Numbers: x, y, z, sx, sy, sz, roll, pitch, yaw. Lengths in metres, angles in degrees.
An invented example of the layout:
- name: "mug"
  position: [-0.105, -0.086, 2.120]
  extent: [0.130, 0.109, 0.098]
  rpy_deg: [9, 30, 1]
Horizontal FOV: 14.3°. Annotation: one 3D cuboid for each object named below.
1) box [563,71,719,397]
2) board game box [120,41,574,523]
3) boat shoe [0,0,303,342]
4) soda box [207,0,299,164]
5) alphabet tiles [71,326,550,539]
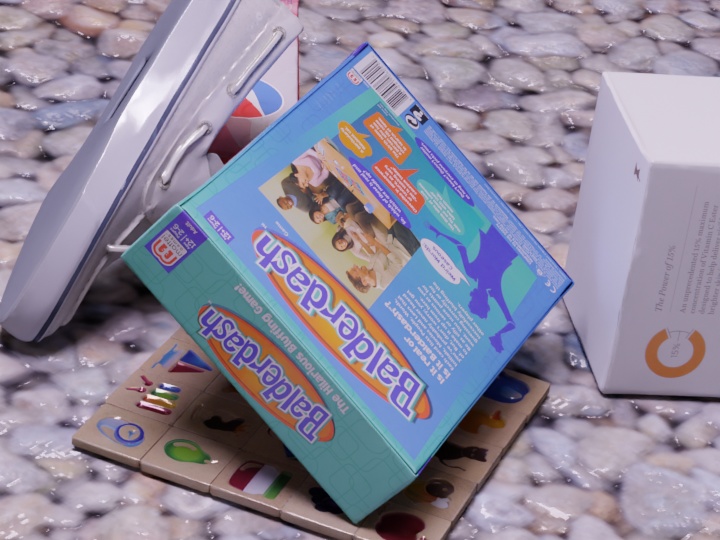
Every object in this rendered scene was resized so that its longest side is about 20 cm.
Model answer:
- name: "box"
  position: [0.209, -0.014, 1.361]
  extent: [0.199, 0.125, 0.098]
  rpy_deg: [3, 29, -12]
- name: "board game box"
  position: [0.000, 0.000, 1.266]
  extent: [0.152, 0.045, 0.200]
  rpy_deg: [49, 34, -3]
- name: "boat shoe"
  position: [-0.086, -0.042, 1.323]
  extent: [0.086, 0.203, 0.075]
  rpy_deg: [34, -16, -15]
- name: "soda box"
  position: [-0.067, -0.076, 1.455]
  extent: [0.070, 0.064, 0.200]
  rpy_deg: [6, 30, -5]
- name: "alphabet tiles"
  position: [-0.012, 0.057, 1.293]
  extent: [0.166, 0.008, 0.200]
  rpy_deg: [18, 30, 16]
